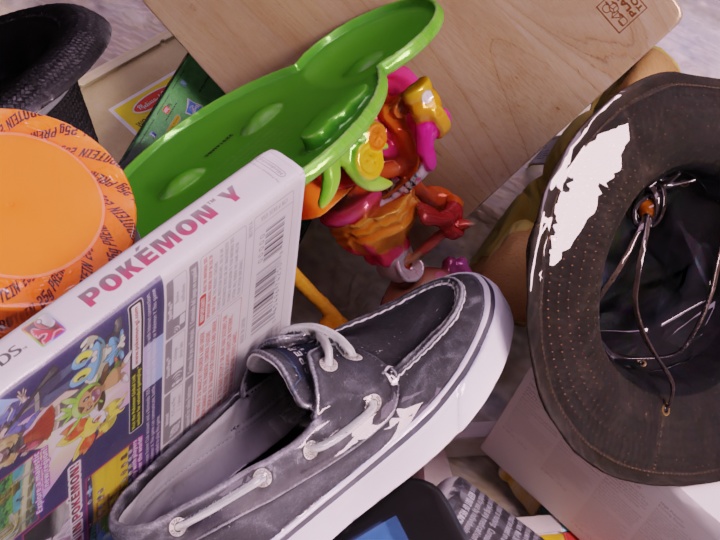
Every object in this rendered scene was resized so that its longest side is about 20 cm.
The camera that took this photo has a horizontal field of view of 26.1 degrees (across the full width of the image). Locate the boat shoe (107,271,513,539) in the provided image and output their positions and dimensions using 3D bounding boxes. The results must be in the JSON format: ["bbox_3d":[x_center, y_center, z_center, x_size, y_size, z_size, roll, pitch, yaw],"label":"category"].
[{"bbox_3d":[-0.018,0.055,0.627,0.199,0.068,0.071,-39,32,-20],"label":"boat shoe"}]

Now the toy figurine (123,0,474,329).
[{"bbox_3d":[0.000,0.000,0.750,0.200,0.149,0.185,-42,118,-25],"label":"toy figurine"}]

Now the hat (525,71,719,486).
[{"bbox_3d":[0.133,0.003,0.713,0.199,0.081,0.204,-5,99,-32],"label":"hat"}]

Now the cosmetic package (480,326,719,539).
[{"bbox_3d":[0.157,0.118,0.745,0.200,0.083,0.051,42,52,14],"label":"cosmetic package"}]

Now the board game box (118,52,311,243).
[{"bbox_3d":[-0.079,-0.032,0.806,0.104,0.023,0.201,33,55,-10],"label":"board game box"}]

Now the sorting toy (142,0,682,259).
[{"bbox_3d":[0.026,-0.140,0.804,0.200,0.199,0.070,47,15,-3],"label":"sorting toy"}]

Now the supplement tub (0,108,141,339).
[{"bbox_3d":[-0.154,0.035,0.651,0.121,0.201,0.124,9,52,-11],"label":"supplement tub"}]

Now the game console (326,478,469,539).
[{"bbox_3d":[-0.029,0.181,0.547,0.199,0.171,0.119,-31,92,1],"label":"game console"}]

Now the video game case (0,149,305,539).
[{"bbox_3d":[-0.095,0.071,0.613,0.023,0.201,0.182,34,51,22],"label":"video game case"}]

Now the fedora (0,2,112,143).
[{"bbox_3d":[-0.195,-0.044,0.749,0.198,0.092,0.201,-19,29,11],"label":"fedora"}]

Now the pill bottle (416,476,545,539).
[{"bbox_3d":[0.088,0.188,0.663,0.199,0.107,0.106,37,51,4],"label":"pill bottle"}]

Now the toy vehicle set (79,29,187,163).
[{"bbox_3d":[-0.097,-0.071,0.866,0.124,0.027,0.199,43,52,15],"label":"toy vehicle set"}]

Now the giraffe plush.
[{"bbox_3d":[0.166,-0.011,0.852,0.162,0.173,0.200,37,16,-2],"label":"giraffe plush"}]

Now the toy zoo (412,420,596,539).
[{"bbox_3d":[0.105,0.135,0.781,0.197,0.021,0.132,-1,55,-20],"label":"toy zoo"}]
